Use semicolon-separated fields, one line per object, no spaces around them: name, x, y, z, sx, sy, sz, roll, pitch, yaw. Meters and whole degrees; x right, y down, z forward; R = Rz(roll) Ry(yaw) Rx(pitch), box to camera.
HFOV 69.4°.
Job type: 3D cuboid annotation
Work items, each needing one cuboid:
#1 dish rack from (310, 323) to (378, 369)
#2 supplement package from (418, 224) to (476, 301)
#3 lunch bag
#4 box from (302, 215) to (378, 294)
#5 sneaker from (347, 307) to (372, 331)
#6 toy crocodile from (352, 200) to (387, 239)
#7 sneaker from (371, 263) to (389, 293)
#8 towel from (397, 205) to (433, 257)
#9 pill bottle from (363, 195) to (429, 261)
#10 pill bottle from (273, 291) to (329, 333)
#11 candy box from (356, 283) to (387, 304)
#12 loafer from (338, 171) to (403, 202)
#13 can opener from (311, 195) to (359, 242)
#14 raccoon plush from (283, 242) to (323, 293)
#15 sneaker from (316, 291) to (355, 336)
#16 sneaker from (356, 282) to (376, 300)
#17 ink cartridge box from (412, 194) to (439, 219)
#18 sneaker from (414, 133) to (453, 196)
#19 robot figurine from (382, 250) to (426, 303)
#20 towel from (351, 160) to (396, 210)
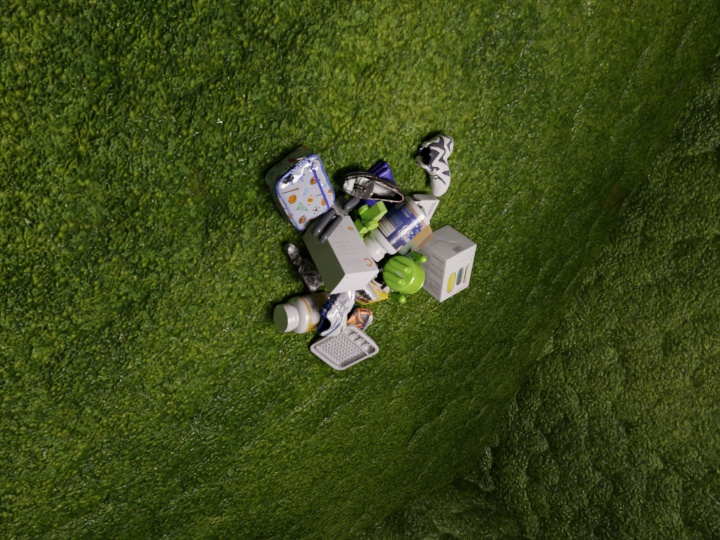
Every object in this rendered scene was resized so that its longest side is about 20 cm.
dish rack;-0.055;0.258;1.798;0.199;0.044;0.172;-31;125;26
supplement package;0.306;-0.027;1.903;0.151;0.151;0.201;-26;137;-28
lunch bag;-0.150;-0.215;1.353;0.160;0.075;0.200;-40;143;-15
box;-0.058;-0.048;1.468;0.124;0.201;0.098;-6;149;-40
sneaker;-0.049;0.205;1.829;0.112;0.078;0.201;14;116;-35
toy crocodile;0.009;-0.135;1.530;0.062;0.068;0.200;-11;156;-48
sneaker;0.062;0.040;1.780;0.074;0.080;0.200;-45;144;-8
towel;0.168;-0.117;1.712;0.147;0.022;0.200;-41;150;-2
pill bottle;0.100;-0.121;1.563;0.200;0.111;0.111;-40;143;7
pill bottle;-0.163;0.132;1.608;0.199;0.113;0.113;-8;128;-41
candy box;0.001;0.067;1.740;0.102;0.027;0.200;-19;152;26
loafer;0.037;-0.231;1.465;0.199;0.063;0.072;4;120;-32
can opener;-0.070;-0.152;1.430;0.066;0.053;0.200;-39;-168;45
raccoon plush;-0.123;-0.024;1.520;0.134;0.097;0.201;-35;141;-13
sneaker;-0.076;0.109;1.543;0.088;0.075;0.201;-3;111;-42
sneaker;0.000;0.000;1.603;0.082;0.201;0.075;-33;-176;-20
ink cartridge box;0.151;-0.155;1.708;0.175;0.045;0.201;-9;134;-42
sneaker;0.216;-0.318;1.621;0.129;0.079;0.200;-19;134;-31
robot figurine;0.145;0.016;1.720;0.176;0.115;0.200;-65;156;2
towel;0.058;-0.218;1.574;0.148;0.050;0.200;-43;142;-8
